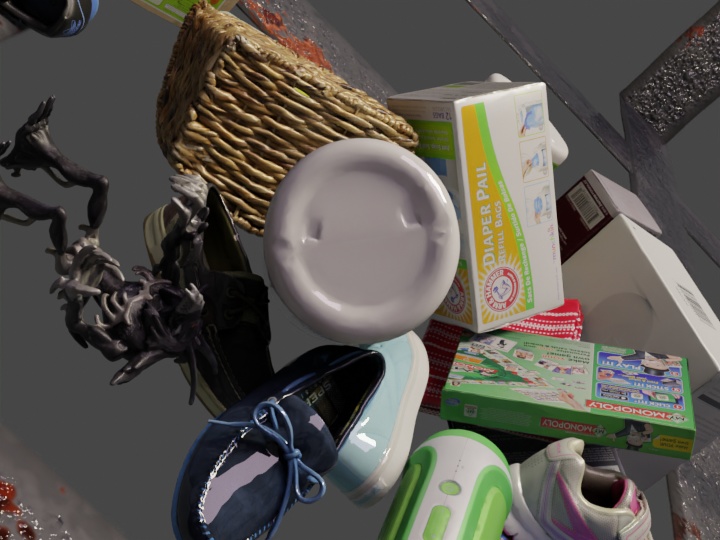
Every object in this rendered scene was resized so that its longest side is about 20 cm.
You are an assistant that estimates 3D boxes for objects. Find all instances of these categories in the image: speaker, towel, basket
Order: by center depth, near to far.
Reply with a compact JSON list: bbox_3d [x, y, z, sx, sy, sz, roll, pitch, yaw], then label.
[{"bbox_3d":[0.048,0.192,0.766,0.088,0.088,0.200,44,32,-7],"label":"speaker"},{"bbox_3d":[-0.076,-0.113,0.984,0.198,0.144,0.149,24,12,-29],"label":"basket"},{"bbox_3d":[0.126,0.074,1.056,0.142,0.023,0.201,12,34,11],"label":"towel"}]

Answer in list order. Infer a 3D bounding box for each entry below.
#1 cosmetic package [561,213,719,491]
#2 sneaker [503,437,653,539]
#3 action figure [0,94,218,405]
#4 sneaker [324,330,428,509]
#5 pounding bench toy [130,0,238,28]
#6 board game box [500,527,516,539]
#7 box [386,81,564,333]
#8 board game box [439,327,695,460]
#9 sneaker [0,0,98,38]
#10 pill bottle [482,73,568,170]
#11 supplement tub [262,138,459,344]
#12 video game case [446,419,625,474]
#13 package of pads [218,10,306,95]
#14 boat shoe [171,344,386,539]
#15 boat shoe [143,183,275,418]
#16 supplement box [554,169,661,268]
[{"bbox_3d":[0.257,0.095,1.150,0.122,0.200,0.201,25,33,-45],"label":"cosmetic package"},{"bbox_3d":[0.194,0.210,0.894,0.200,0.088,0.082,43,23,-12],"label":"sneaker"},{"bbox_3d":[-0.154,-0.010,0.726,0.200,0.102,0.119,44,45,-6],"label":"action figure"},{"bbox_3d":[0.001,0.085,0.884,0.082,0.074,0.201,45,23,-18],"label":"sneaker"},{"bbox_3d":[-0.209,-0.359,1.137,0.198,0.124,0.157,21,35,-46],"label":"pounding bench toy"},{"bbox_3d":[0.143,0.272,0.881,0.200,0.045,0.135,43,24,-12],"label":"board game box"},{"bbox_3d":[0.103,-0.060,1.027,0.100,0.204,0.112,-15,16,-29],"label":"box"},{"bbox_3d":[0.172,0.096,0.955,0.196,0.030,0.135,9,23,11],"label":"board game box"},{"bbox_3d":[-0.294,-0.269,0.923,0.200,0.070,0.078,43,17,-14],"label":"sneaker"},{"bbox_3d":[0.102,-0.088,1.157,0.111,0.200,0.112,39,21,-18],"label":"pill bottle"},{"bbox_3d":[-0.006,-0.014,0.820,0.132,0.132,0.200,46,-5,-2],"label":"supplement tub"},{"bbox_3d":[0.146,0.125,1.042,0.140,0.019,0.202,-1,40,-10],"label":"video game case"},{"bbox_3d":[-0.066,-0.148,1.132,0.198,0.068,0.156,24,32,-42],"label":"package of pads"},{"bbox_3d":[-0.048,0.101,0.730,0.085,0.068,0.201,56,39,-19],"label":"boat shoe"},{"bbox_3d":[-0.098,0.022,0.820,0.071,0.066,0.203,20,37,-51],"label":"boat shoe"},{"bbox_3d":[0.209,-0.007,1.223,0.108,0.200,0.061,16,38,-49],"label":"supplement box"}]
